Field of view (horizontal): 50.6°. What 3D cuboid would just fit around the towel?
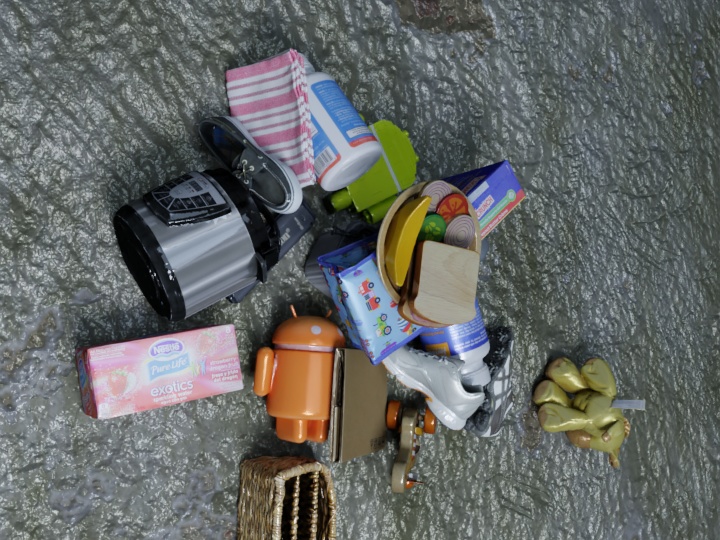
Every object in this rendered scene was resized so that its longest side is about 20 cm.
[{"bbox_3d":[-0.138,-0.214,1.131,0.030,0.146,0.200,-4,88,-55],"label":"towel"}]

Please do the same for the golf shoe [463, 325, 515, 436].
[{"bbox_3d":[0.236,0.198,1.359,0.094,0.078,0.200,34,71,-42],"label":"golf shoe"}]

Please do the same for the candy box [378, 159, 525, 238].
[{"bbox_3d":[0.142,-0.090,1.247,0.169,0.200,0.077,-41,105,-26],"label":"candy box"}]

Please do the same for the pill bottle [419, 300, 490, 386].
[{"bbox_3d":[0.153,0.100,1.287,0.112,0.112,0.200,-19,94,-30],"label":"pill bottle"}]

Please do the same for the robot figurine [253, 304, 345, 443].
[{"bbox_3d":[-0.082,0.155,1.144,0.144,0.117,0.200,4,82,2],"label":"robot figurine"}]

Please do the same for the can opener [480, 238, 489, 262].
[{"bbox_3d":[0.204,-0.067,1.326,0.067,0.053,0.200,53,40,-7],"label":"can opener"}]

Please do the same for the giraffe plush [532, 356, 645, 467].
[{"bbox_3d":[0.434,0.274,1.422,0.173,0.200,0.162,-56,140,-25],"label":"giraffe plush"}]

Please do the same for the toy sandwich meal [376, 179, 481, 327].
[{"bbox_3d":[0.106,-0.022,1.035,0.205,0.070,0.206,-6,101,-34],"label":"toy sandwich meal"}]

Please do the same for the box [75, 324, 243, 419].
[{"bbox_3d":[-0.275,0.135,1.044,0.200,0.103,0.095,-8,90,-29],"label":"box"}]

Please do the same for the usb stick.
[{"bbox_3d":[-0.145,-0.032,1.173,0.055,0.033,0.200,49,64,-16],"label":"usb stick"}]

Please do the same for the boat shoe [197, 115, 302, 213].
[{"bbox_3d":[-0.165,-0.153,1.107,0.200,0.069,0.057,46,28,22],"label":"boat shoe"}]

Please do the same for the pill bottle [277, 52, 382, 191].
[{"bbox_3d":[-0.064,-0.231,1.170,0.112,0.112,0.200,-28,79,-29],"label":"pill bottle"}]

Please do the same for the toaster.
[{"bbox_3d":[0.000,0.000,1.198,0.200,0.129,0.114,31,71,-24],"label":"toaster"}]

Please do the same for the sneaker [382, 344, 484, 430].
[{"bbox_3d":[0.116,0.156,1.224,0.200,0.076,0.092,43,108,2],"label":"sneaker"}]

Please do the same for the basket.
[{"bbox_3d":[-0.090,0.377,1.102,0.142,0.149,0.200,6,81,-29],"label":"basket"}]

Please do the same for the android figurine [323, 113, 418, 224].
[{"bbox_3d":[0.013,-0.174,1.272,0.200,0.041,0.182,-31,100,-26],"label":"android figurine"}]

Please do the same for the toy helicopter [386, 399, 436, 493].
[{"bbox_3d":[0.069,0.296,1.198,0.079,0.200,0.133,6,104,10],"label":"toy helicopter"}]

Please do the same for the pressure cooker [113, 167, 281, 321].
[{"bbox_3d":[-0.216,-0.046,1.051,0.200,0.179,0.176,-28,99,-25],"label":"pressure cooker"}]

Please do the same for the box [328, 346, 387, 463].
[{"bbox_3d":[0.002,0.202,1.173,0.200,0.021,0.164,19,72,-68],"label":"box"}]

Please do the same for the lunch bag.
[{"bbox_3d":[0.063,0.014,1.094,0.200,0.094,0.151,-27,114,-13],"label":"lunch bag"}]
